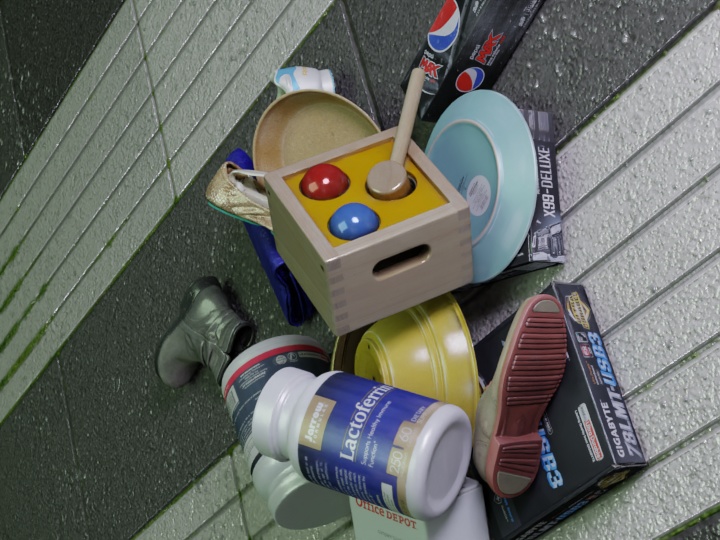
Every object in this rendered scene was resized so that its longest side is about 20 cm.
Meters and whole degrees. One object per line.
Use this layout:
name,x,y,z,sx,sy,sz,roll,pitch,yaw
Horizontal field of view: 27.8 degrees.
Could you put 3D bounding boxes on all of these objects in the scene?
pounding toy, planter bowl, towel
pounding toy,0.019,-0.073,1.460,0.184,0.199,0.143,53,158,44
planter bowl,0.047,0.112,1.530,0.200,0.083,0.201,172,90,-70
towel,-0.111,-0.044,1.845,0.148,0.049,0.200,79,167,-56

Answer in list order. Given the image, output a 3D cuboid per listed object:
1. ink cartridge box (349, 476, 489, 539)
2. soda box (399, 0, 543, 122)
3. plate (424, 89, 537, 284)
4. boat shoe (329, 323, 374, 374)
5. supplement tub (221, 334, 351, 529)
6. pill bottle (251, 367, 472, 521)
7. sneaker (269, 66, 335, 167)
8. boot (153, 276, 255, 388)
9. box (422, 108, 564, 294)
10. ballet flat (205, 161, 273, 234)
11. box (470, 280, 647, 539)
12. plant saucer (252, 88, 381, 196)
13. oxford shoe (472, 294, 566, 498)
ink cartridge box,0.068,0.312,1.521,0.144,0.084,0.201,7,108,56
soda box,0.120,-0.249,1.540,0.200,0.070,0.063,-60,42,35
plate,0.110,-0.087,1.494,0.200,0.025,0.201,-9,79,57
boat shoe,0.004,0.146,1.621,0.068,0.072,0.201,137,138,-75
supplement tub,-0.076,0.191,1.736,0.141,0.140,0.201,-55,45,38
pill bottle,0.000,0.165,1.435,0.199,0.116,0.116,14,100,28
sneaker,-0.084,-0.154,1.811,0.077,0.080,0.201,-139,54,-72
boot,-0.219,0.118,2.028,0.131,0.067,0.201,53,131,37
box,0.128,-0.067,1.532,0.200,0.050,0.159,-17,74,55
ballet flat,-0.095,-0.075,1.728,0.199,0.070,0.066,24,112,16
box,0.177,0.145,1.447,0.199,0.049,0.201,-45,52,46
plant saucer,-0.036,-0.124,1.729,0.199,0.035,0.201,14,120,26
oxford shoe,0.142,0.113,1.399,0.075,0.070,0.201,32,111,57
